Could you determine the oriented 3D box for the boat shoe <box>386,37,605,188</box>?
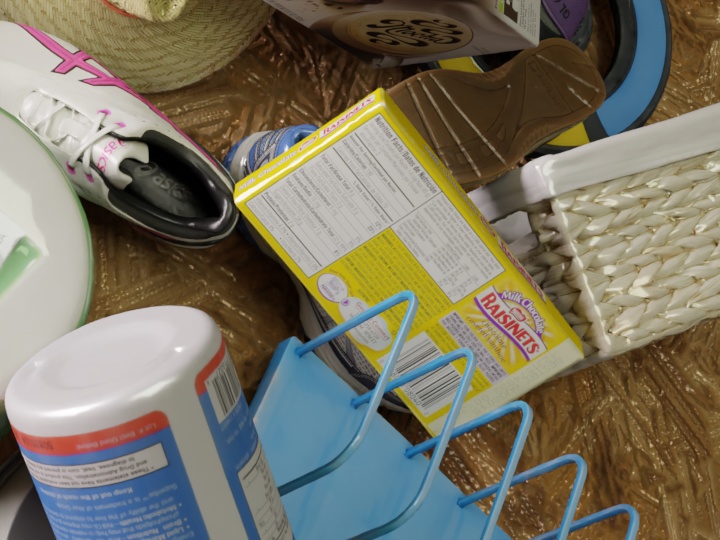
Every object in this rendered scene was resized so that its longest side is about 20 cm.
[{"bbox_3d":[0.059,-0.079,1.318,0.199,0.072,0.072,-27,81,-42],"label":"boat shoe"}]

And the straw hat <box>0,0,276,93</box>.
[{"bbox_3d":[-0.112,-0.186,1.230,0.199,0.085,0.203,-6,109,-17],"label":"straw hat"}]

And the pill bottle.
[{"bbox_3d":[-0.092,0.129,1.112,0.112,0.112,0.202,-32,115,-34],"label":"pill bottle"}]

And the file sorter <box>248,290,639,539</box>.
[{"bbox_3d":[0.039,0.132,1.226,0.200,0.122,0.139,44,45,-20],"label":"file sorter"}]

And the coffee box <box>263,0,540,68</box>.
[{"bbox_3d":[0.010,-0.182,1.237,0.200,0.112,0.081,25,65,-59],"label":"coffee box"}]

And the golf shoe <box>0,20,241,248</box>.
[{"bbox_3d":[-0.149,-0.079,1.223,0.199,0.092,0.073,29,87,-18],"label":"golf shoe"}]

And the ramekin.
[{"bbox_3d":[-0.233,0.001,1.149,0.198,0.098,0.202,10,69,-28],"label":"ramekin"}]

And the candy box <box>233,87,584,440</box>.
[{"bbox_3d":[0.029,0.001,1.248,0.200,0.102,0.026,51,16,-25],"label":"candy box"}]

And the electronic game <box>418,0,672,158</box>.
[{"bbox_3d":[0.113,-0.166,1.438,0.198,0.042,0.202,9,69,-23],"label":"electronic game"}]

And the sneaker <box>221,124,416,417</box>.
[{"bbox_3d":[0.000,0.000,1.297,0.200,0.085,0.077,51,57,-8],"label":"sneaker"}]

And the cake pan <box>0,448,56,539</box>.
[{"bbox_3d":[-0.118,0.173,1.199,0.199,0.037,0.202,10,69,-28],"label":"cake pan"}]

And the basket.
[{"bbox_3d":[0.164,-0.016,1.371,0.199,0.135,0.124,-18,86,-34],"label":"basket"}]

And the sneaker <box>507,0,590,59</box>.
[{"bbox_3d":[0.049,-0.196,1.366,0.199,0.076,0.088,28,71,-7],"label":"sneaker"}]
